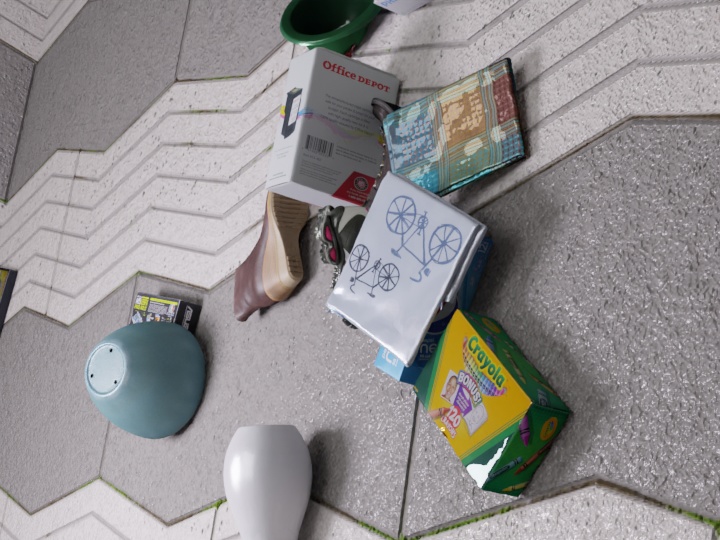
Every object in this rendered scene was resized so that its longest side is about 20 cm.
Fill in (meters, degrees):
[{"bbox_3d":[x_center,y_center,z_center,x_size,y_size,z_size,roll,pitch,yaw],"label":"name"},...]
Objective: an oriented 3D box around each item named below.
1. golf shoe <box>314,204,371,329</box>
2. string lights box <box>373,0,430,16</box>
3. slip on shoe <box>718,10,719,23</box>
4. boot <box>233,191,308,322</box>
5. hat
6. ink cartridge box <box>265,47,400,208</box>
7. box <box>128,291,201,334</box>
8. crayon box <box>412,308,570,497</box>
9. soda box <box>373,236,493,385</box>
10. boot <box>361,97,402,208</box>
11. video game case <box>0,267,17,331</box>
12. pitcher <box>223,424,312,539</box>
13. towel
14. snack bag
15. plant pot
[{"bbox_3d":[0.000,0.000,1.726,0.077,0.088,0.200,-87,-12,-47],"label":"golf shoe"},{"bbox_3d":[0.080,-0.483,1.896,0.103,0.059,0.200,-16,62,56],"label":"string lights box"},{"bbox_3d":[0.426,-0.271,1.234,0.061,0.076,0.200,-43,6,-31],"label":"slip on shoe"},{"bbox_3d":[-0.153,-0.035,2.039,0.166,0.072,0.200,-32,53,45],"label":"boot"},{"bbox_3d":[-0.024,-0.339,2.037,0.200,0.176,0.166,-24,43,5],"label":"hat"},{"bbox_3d":[-0.038,-0.195,1.861,0.083,0.146,0.200,-9,67,59],"label":"ink cartridge box"},{"bbox_3d":[-0.361,0.125,2.328,0.200,0.044,0.160,5,79,59],"label":"box"},{"bbox_3d":[0.144,0.146,1.482,0.119,0.058,0.200,-62,32,18],"label":"crayon box"},{"bbox_3d":[0.090,0.041,1.617,0.068,0.064,0.200,28,100,59],"label":"soda box"},{"bbox_3d":[0.034,-0.130,1.787,0.174,0.069,0.200,-62,34,17],"label":"boot"},{"bbox_3d":[-0.917,0.091,3.267,0.181,0.025,0.200,7,80,59],"label":"video game case"},{"bbox_3d":[-0.133,0.318,1.808,0.172,0.121,0.200,150,120,-69],"label":"pitcher"},{"bbox_3d":[0.116,-0.169,1.657,0.200,0.022,0.147,-24,63,34],"label":"towel"},{"bbox_3d":[0.052,-0.001,1.598,0.189,0.021,0.200,34,103,46],"label":"snack bag"},{"bbox_3d":[-0.377,0.173,2.172,0.200,0.135,0.200,-9,73,32],"label":"plant pot"}]
